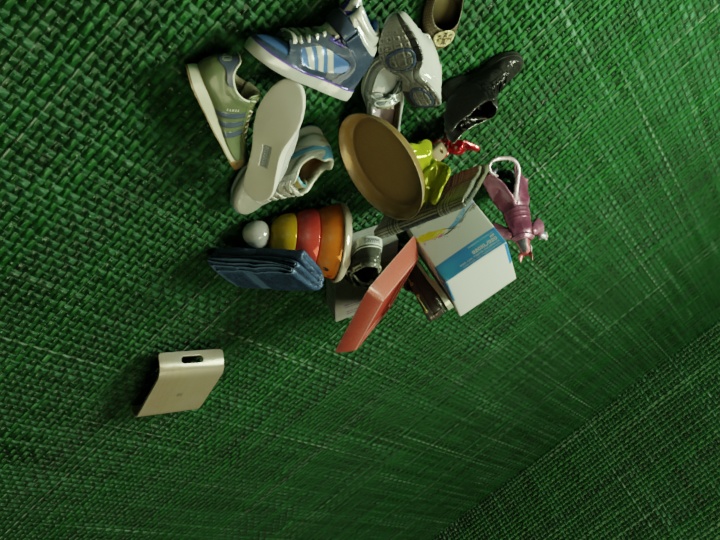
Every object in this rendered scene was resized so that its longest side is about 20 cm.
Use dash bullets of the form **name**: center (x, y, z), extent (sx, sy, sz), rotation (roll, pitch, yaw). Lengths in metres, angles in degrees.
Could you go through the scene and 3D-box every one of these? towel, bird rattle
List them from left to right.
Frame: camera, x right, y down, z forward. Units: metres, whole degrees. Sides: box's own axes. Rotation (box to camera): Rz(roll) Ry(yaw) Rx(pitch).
- **towel**: center (-0.169, 0.002, 1.385), extent (0.196, 0.050, 0.112), rotation (2, 156, 27)
- **bird rattle**: center (0.111, -0.204, 1.392), extent (0.161, 0.201, 0.113), rotation (-21, 115, 39)
- **towel**: center (0.131, -0.134, 1.418), extent (0.189, 0.035, 0.200), rotation (-20, -163, 30)

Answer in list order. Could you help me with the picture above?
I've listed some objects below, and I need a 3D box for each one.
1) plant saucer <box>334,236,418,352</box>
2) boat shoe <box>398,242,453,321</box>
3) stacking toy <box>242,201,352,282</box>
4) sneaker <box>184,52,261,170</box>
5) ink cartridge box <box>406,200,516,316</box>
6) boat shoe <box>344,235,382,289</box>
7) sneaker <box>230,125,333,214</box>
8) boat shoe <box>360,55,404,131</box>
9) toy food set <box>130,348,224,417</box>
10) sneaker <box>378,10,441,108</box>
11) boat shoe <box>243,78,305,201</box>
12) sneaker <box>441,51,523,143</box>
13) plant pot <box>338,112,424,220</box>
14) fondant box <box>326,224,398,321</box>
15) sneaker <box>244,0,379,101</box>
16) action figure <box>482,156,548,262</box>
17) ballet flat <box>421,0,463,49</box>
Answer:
- **plant saucer**: center (0.040, 0.056, 1.511), extent (0.200, 0.036, 0.202), rotation (-48, 168, -46)
- **boat shoe**: center (0.114, 0.021, 1.581), extent (0.060, 0.202, 0.072), rotation (-38, 139, 2)
- **stacking toy**: center (-0.119, -0.058, 1.409), extent (0.195, 0.148, 0.148), rotation (4, 135, -15)
- **sneaker**: center (-0.186, -0.240, 1.157), extent (0.088, 0.068, 0.202), rotation (-23, 141, -2)
- **ink cartridge box**: center (0.196, -0.050, 1.561), extent (0.143, 0.202, 0.148), rotation (-33, 145, 0)
- **boat shoe**: center (0.000, 0.000, 1.445), extent (0.069, 0.065, 0.200), rotation (0, 162, -8)
- **sneaker**: center (-0.134, -0.156, 1.289), extent (0.198, 0.082, 0.076), rotation (-36, 146, 9)
- **boat shoe**: center (0.042, -0.268, 1.298), extent (0.073, 0.065, 0.204), rotation (-16, 142, -20)
- **toy food set**: center (-0.382, 0.232, 1.602), extent (0.141, 0.061, 0.201), rotation (-1, 143, -37)
- **sneaker**: center (0.082, -0.342, 1.216), extent (0.073, 0.089, 0.200), rotation (4, 159, 22)
- **boat shoe**: center (-0.127, -0.205, 1.197), extent (0.070, 0.069, 0.204), rotation (17, 118, 3)
- **sneaker**: center (0.220, -0.306, 1.352), extent (0.196, 0.105, 0.061), rotation (-26, 145, -8)
- **plant pot**: center (0.040, -0.179, 1.304), extent (0.027, 0.199, 0.202), rotation (-37, 150, -26)
- **fondant box**: center (0.001, 0.005, 1.605), extent (0.141, 0.059, 0.202), rotation (-19, 144, -16)
- **sneaker**: center (-0.061, -0.349, 1.128), extent (0.197, 0.081, 0.148), rotation (15, 112, -37)
- **action figure**: center (0.326, -0.118, 1.573), extent (0.131, 0.204, 0.149), rotation (-11, 160, -6)
- **ballet flat**: center (0.140, -0.429, 1.194), extent (0.066, 0.047, 0.202), rotation (-14, 141, -22)
